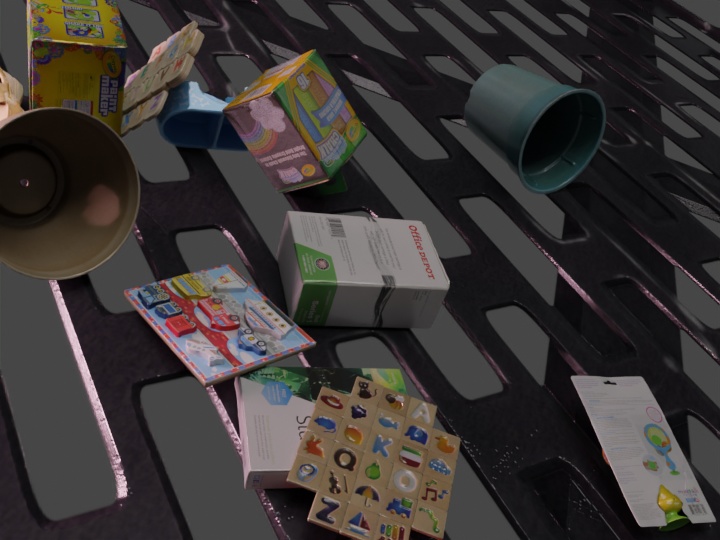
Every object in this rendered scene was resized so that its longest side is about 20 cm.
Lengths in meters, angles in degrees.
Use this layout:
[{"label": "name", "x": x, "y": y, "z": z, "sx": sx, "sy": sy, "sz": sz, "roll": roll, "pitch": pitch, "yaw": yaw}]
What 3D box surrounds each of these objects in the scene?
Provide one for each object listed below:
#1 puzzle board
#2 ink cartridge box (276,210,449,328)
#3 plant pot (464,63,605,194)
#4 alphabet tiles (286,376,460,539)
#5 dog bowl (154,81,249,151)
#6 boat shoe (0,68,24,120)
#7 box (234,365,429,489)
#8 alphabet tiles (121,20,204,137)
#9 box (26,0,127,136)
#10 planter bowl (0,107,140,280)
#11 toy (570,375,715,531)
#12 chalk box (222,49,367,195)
[{"label": "puzzle board", "x": -0.171, "y": 0.055, "z": 0.943, "sx": 0.151, "sy": 0.017, "sz": 0.200, "roll": -18, "pitch": 41, "yaw": -37}, {"label": "ink cartridge box", "x": 0.000, "y": 0.000, "z": 1.052, "sx": 0.200, "sy": 0.084, "sz": 0.146, "roll": 4, "pitch": 41, "yaw": -18}, {"label": "plant pot", "x": 0.306, "y": -0.275, "z": 1.436, "sx": 0.200, "sy": 0.201, "sz": 0.196, "roll": -10, "pitch": 39, "yaw": -32}, {"label": "alphabet tiles", "x": 0.019, "y": 0.199, "z": 0.829, "sx": 0.166, "sy": 0.006, "sz": 0.200, "roll": 20, "pitch": 39, "yaw": 2}, {"label": "dog bowl", "x": -0.226, "y": -0.236, "z": 1.230, "sx": 0.200, "sy": 0.112, "sz": 0.050, "roll": 1, "pitch": 60, "yaw": -21}, {"label": "boat shoe", "x": -0.524, "y": -0.235, "z": 1.114, "sx": 0.074, "sy": 0.069, "sz": 0.200, "roll": -36, "pitch": 43, "yaw": 3}, {"label": "box", "x": -0.035, "y": 0.171, "z": 0.872, "sx": 0.200, "sy": 0.036, "sz": 0.144, "roll": 4, "pitch": 41, "yaw": -19}, {"label": "alphabet tiles", "x": -0.314, "y": -0.294, "z": 1.197, "sx": 0.015, "sy": 0.200, "sz": 0.196, "roll": 37, "pitch": 54, "yaw": -35}, {"label": "box", "x": -0.414, "y": -0.281, "z": 1.128, "sx": 0.122, "sy": 0.200, "sz": 0.193, "roll": -2, "pitch": 43, "yaw": -24}, {"label": "planter bowl", "x": -0.389, "y": -0.100, "z": 0.950, "sx": 0.200, "sy": 0.201, "sz": 0.135, "roll": -19, "pitch": 25, "yaw": -38}, {"label": "toy", "x": 0.332, "y": 0.222, "z": 0.952, "sx": 0.115, "sy": 0.047, "sz": 0.200, "roll": 4, "pitch": 44, "yaw": -23}, {"label": "chalk box", "x": -0.084, "y": -0.204, "z": 1.183, "sx": 0.124, "sy": 0.200, "sz": 0.124, "roll": -7, "pitch": 37, "yaw": 43}]
